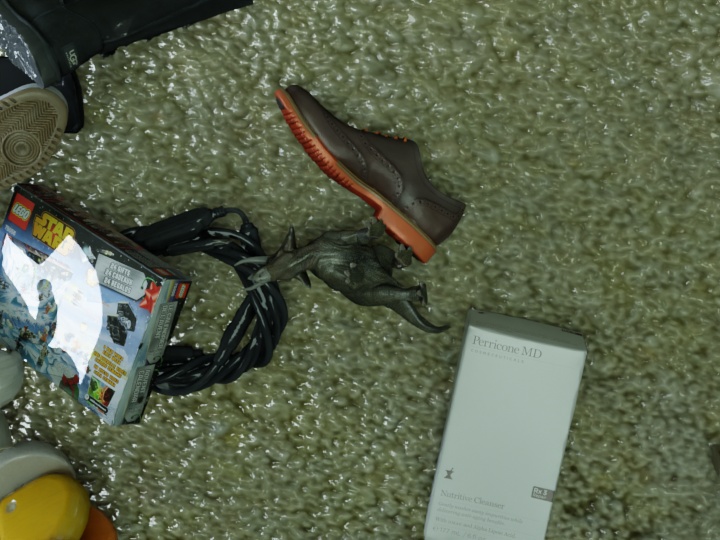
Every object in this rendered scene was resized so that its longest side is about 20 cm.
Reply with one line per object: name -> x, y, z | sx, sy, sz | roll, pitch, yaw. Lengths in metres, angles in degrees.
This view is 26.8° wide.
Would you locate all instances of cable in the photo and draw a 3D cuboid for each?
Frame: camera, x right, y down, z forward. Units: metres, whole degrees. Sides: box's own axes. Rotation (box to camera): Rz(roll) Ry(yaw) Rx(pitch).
cable -> -0.166, 0.034, 1.377 | 0.198, 0.051, 0.164 | -20, 107, 11

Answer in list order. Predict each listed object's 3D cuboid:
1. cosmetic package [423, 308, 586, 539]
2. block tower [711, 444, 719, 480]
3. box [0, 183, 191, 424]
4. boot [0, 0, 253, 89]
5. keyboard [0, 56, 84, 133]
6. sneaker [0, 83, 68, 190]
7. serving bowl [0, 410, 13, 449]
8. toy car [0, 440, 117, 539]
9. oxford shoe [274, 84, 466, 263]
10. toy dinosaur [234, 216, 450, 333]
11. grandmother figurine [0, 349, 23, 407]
cosmetic package -> 0.129, 0.146, 1.357 | 0.112, 0.081, 0.202 | 10, 102, 4
block tower -> 0.419, 0.189, 1.360 | 0.198, 0.054, 0.058 | 0, 100, 4
box -> -0.248, 0.027, 1.325 | 0.199, 0.040, 0.138 | 30, 106, 31
boot -> -0.210, -0.236, 1.287 | 0.199, 0.165, 0.066 | -29, 136, -17
keyboard -> -0.347, -0.176, 1.358 | 0.198, 0.040, 0.105 | 1, 124, 2
sneaker -> -0.319, -0.107, 1.311 | 0.071, 0.113, 0.200 | 40, 114, -21
serving bowl -> -0.410, 0.135, 1.338 | 0.198, 0.200, 0.067 | -6, 85, 5
toy car -> -0.316, 0.271, 1.387 | 0.199, 0.176, 0.150 | -27, 135, 8
oxford shoe -> 0.008, -0.099, 1.332 | 0.200, 0.071, 0.073 | 44, 88, -13
toy dinosaur -> 0.000, 0.000, 1.336 | 0.199, 0.102, 0.078 | 18, 79, -35
grandmother figurine -> -0.368, 0.053, 1.339 | 0.200, 0.122, 0.061 | 38, 77, 26
